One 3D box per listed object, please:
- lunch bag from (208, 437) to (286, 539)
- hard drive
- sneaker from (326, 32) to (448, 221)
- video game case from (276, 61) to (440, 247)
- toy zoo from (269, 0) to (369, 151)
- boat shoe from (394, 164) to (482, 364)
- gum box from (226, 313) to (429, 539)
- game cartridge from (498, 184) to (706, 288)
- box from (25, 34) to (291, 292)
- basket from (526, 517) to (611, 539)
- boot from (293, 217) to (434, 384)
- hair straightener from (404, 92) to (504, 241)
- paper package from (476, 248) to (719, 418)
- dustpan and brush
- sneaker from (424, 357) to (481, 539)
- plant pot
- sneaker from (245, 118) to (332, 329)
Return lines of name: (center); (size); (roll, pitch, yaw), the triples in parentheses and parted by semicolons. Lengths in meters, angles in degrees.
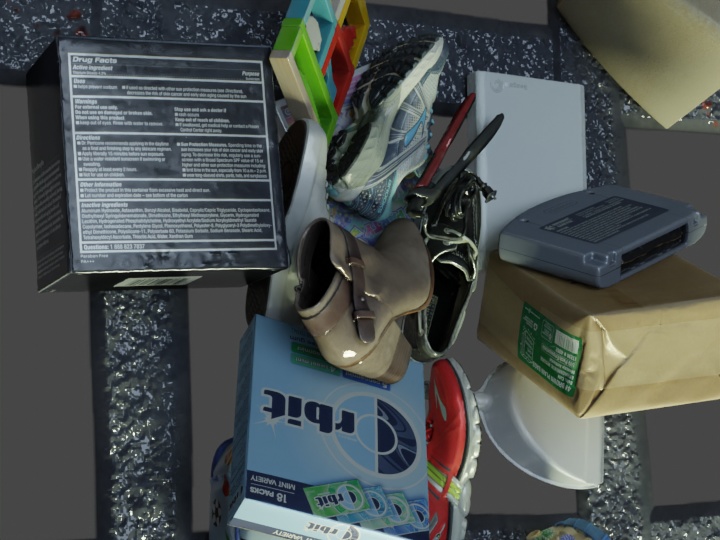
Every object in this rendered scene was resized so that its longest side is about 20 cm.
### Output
lunch bag: (-0.053, 0.244, 1.349); (0.158, 0.075, 0.203); (2, 80, -27)
hard drive: (0.170, -0.095, 1.536); (0.130, 0.026, 0.203); (4, 80, -25)
sneaker: (0.033, -0.136, 1.444); (0.086, 0.077, 0.201); (43, 68, -32)
video game case: (0.011, -0.092, 1.464); (0.142, 0.018, 0.202); (-25, 93, -27)
toy zoo: (-0.031, -0.225, 1.401); (0.020, 0.132, 0.202); (4, 55, 20)
boat shoe: (0.086, -0.008, 1.440); (0.070, 0.064, 0.202); (19, 74, -22)
gum box: (-0.025, 0.146, 1.312); (0.168, 0.045, 0.201); (18, 44, -17)
game cartridge: (0.228, -0.036, 1.455); (0.199, 0.132, 0.042); (-22, 116, -45)
box: (-0.178, -0.089, 1.316); (0.198, 0.123, 0.201); (-1, 82, -26)
basket: (0.227, 0.301, 1.415); (0.198, 0.176, 0.141); (-11, 90, -17)
boot: (0.000, 0.000, 1.340); (0.146, 0.070, 0.202); (45, 36, -41)
hair straightener: (0.099, -0.091, 1.427); (0.077, 0.041, 0.201); (33, 41, -2)
paper package: (0.235, 0.047, 1.436); (0.188, 0.200, 0.105); (-6, 111, -23)
dustpan and brush: (0.145, 0.131, 1.478); (0.198, 0.057, 0.141); (19, 62, -28)
sneaker: (0.061, 0.181, 1.402); (0.084, 0.077, 0.203); (5, 91, -13)
plant pot: (0.322, -0.303, 1.559); (0.176, 0.200, 0.201); (31, 70, -6)
sneaker: (-0.048, -0.038, 1.381); (0.084, 0.073, 0.202); (4, 107, -27)
